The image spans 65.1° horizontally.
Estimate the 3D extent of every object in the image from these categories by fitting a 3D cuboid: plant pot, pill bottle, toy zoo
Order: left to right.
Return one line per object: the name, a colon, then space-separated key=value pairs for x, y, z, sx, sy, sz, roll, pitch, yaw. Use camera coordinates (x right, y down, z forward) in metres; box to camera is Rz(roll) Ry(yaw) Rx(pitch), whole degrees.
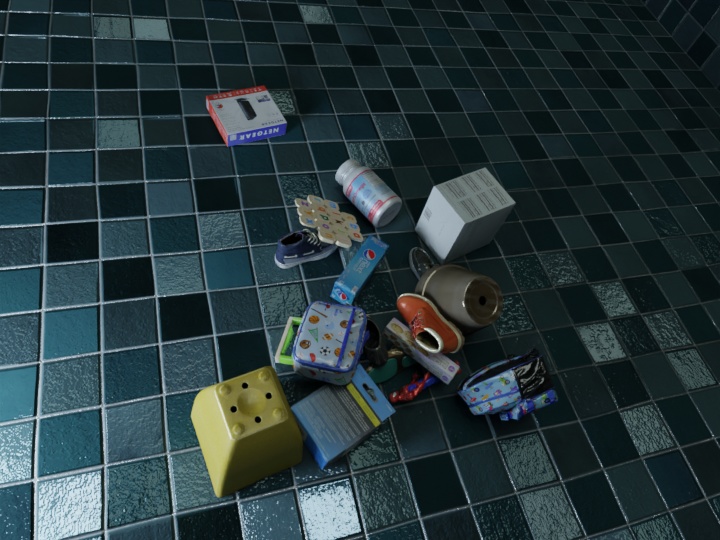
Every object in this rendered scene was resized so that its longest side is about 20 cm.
plant pot: x=-0.228 y=0.304 z=1.144 sx=0.193 sy=0.201 sz=0.196 roll=-17 pitch=61 yaw=-24
toy zoo: x=-0.091 y=0.176 z=1.340 sx=0.196 sy=0.021 sz=0.132 roll=8 pitch=44 yaw=8
pill bottle: x=0.020 y=-0.228 z=1.638 sx=0.108 sy=0.109 sz=0.200 roll=-32 pitch=68 yaw=-31
plant pot: x=0.256 y=0.077 z=1.402 sx=0.196 sy=0.173 sz=0.204 roll=3 pitch=83 yaw=-23

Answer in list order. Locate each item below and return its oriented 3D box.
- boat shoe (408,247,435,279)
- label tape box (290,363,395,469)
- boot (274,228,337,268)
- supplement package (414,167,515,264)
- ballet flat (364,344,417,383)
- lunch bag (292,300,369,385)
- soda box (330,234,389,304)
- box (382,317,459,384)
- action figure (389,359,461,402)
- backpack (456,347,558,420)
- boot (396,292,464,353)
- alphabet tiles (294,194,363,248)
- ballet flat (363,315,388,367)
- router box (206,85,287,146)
boat shoe: x=0.192 y=0.012 z=1.550 sx=0.067 sy=0.057 sz=0.202 roll=-10 pitch=59 yaw=-21
label tape box: x=-0.042 y=0.324 z=1.265 sx=0.198 sy=0.064 sz=0.145 roll=-27 pitch=65 yaw=-31
boot: x=-0.134 y=-0.074 z=1.500 sx=0.198 sy=0.091 sz=0.073 roll=-26 pitch=65 yaw=-29
supplement package: x=0.294 y=-0.155 z=1.609 sx=0.198 sy=0.192 sz=0.148 roll=-22 pitch=64 yaw=-28
ballet flat: x=0.080 y=0.217 z=1.384 sx=0.197 sy=0.072 sz=0.065 roll=-17 pitch=34 yaw=-28
lunch bag: x=-0.064 y=0.158 z=1.291 sx=0.157 sy=0.076 sz=0.202 roll=10 pitch=46 yaw=7
soda box: x=0.000 y=0.000 z=1.499 sx=0.064 sy=0.068 sz=0.201 roll=31 pitch=54 yaw=7
box: x=0.143 y=0.191 z=1.345 sx=0.199 sy=0.039 sz=0.041 roll=37 pitch=52 yaw=14
action figure: x=0.150 y=0.270 z=1.357 sx=0.198 sy=0.065 sz=0.052 roll=-23 pitch=89 yaw=-29
backpack: x=0.336 y=0.284 z=1.331 sx=0.197 sy=0.183 sz=0.137 roll=-20 pitch=79 yaw=-11
boot: x=0.145 y=0.123 z=1.334 sx=0.199 sy=0.076 sz=0.106 roll=39 pitch=27 yaw=32
alphabet tiles: x=-0.088 y=-0.137 z=1.559 sx=0.193 sy=0.015 sz=0.202 roll=14 pitch=36 yaw=-29
ballet flat: x=0.025 y=0.156 z=1.370 sx=0.065 sy=0.058 sz=0.201 roll=-14 pitch=31 yaw=-11
router box: x=-0.353 y=-0.483 z=1.752 sx=0.197 sy=0.049 sz=0.181 roll=-20 pitch=63 yaw=-26
